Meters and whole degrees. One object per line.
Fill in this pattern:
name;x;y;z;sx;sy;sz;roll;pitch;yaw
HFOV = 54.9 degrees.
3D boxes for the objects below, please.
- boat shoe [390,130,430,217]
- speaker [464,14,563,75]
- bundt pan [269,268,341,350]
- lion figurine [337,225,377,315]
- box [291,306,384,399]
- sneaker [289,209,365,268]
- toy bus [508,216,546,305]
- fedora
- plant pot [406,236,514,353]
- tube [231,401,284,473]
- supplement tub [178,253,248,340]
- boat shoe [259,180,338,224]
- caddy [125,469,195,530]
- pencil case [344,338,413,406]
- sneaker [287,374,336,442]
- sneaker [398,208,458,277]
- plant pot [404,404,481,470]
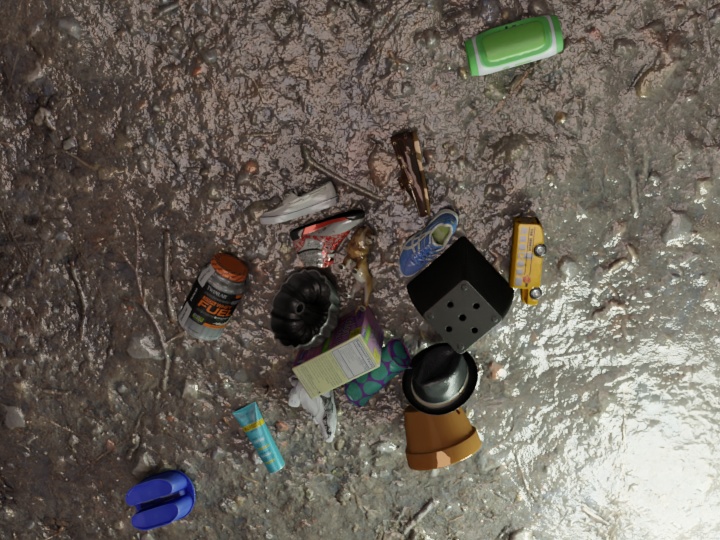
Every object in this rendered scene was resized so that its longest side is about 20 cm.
boat shoe;0.117;-0.221;1.614;0.069;0.070;0.203;-13;100;3
speaker;0.327;-0.482;1.487;0.197;0.089;0.090;-13;108;11
bundt pan;-0.128;0.103;1.710;0.201;0.203;0.075;-39;143;18
lion figurine;0.000;0.000;1.701;0.071;0.123;0.202;12;128;19
box;-0.052;0.200;1.726;0.198;0.176;0.097;-27;106;15
sneaker;-0.067;-0.073;1.686;0.199;0.067;0.109;-16;102;17
toy bus;0.397;-0.022;1.654;0.077;0.065;0.203;3;110;6
fedora;0.193;0.250;1.705;0.197;0.203;0.092;-4;145;8
plant pot;0.240;0.078;1.650;0.199;0.178;0.200;-42;102;19
tube;-0.276;0.463;1.920;0.077;0.050;0.202;-26;100;7
supplement tub;-0.366;0.065;1.743;0.121;0.123;0.201;29;110;-4
boat shoe;-0.153;-0.164;1.665;0.197;0.072;0.067;-15;103;11
caddy;-0.573;0.657;1.992;0.198;0.105;0.143;-19;83;13
pencil case;0.045;0.264;1.771;0.092;0.086;0.200;13;133;-44
sneaker;-0.128;0.362;1.850;0.113;0.075;0.203;-4;104;9
sneaker;0.157;-0.062;1.661;0.075;0.077;0.201;34;111;-8
plant pot;0.195;0.404;1.774;0.198;0.200;0.142;-18;91;12
